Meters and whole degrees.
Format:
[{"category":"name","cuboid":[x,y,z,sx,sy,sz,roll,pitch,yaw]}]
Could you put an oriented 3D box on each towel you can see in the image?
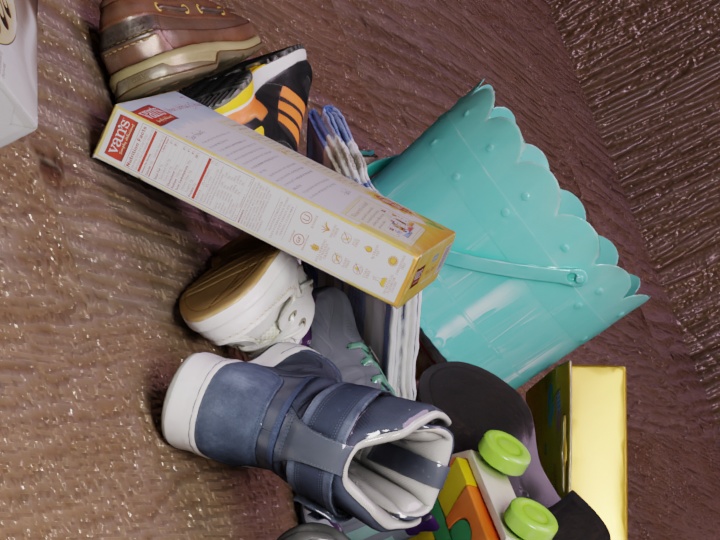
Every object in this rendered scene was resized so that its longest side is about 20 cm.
[{"category":"towel","cuboid":[0.000,0.000,1.765,0.200,0.024,0.147,-118,-155,-50]}]

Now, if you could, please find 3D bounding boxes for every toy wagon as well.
[{"category":"toy wagon","cuboid":[0.062,0.195,1.594,0.039,0.156,0.200,19,25,-22]}]

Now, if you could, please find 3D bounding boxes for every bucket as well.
[{"category":"bucket","cuboid":[0.090,-0.017,1.853,0.207,0.135,0.207,52,5,-6]}]

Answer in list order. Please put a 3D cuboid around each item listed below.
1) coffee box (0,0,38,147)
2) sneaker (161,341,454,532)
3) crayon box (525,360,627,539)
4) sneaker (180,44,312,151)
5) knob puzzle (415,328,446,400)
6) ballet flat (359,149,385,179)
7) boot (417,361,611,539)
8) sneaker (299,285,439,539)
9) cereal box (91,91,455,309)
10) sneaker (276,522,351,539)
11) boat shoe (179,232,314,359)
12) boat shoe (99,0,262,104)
[{"category":"coffee box","cuboid":[-0.212,-0.148,1.260,0.113,0.080,0.201,55,17,-37]},{"category":"sneaker","cuboid":[-0.008,0.093,1.500,0.202,0.145,0.077,-2,107,-71]},{"category":"crayon box","cuboid":[0.152,0.136,1.867,0.200,0.050,0.128,114,-23,-82]},{"category":"sneaker","cuboid":[-0.071,-0.090,1.774,0.200,0.070,0.090,-48,121,-71]},{"category":"knob puzzle","cuboid":[0.067,0.112,1.930,0.220,0.030,0.220,60,-5,10]},{"category":"ballet flat","cuboid":[-0.008,-0.053,1.954,0.200,0.068,0.068,-14,88,-75]},{"category":"boot","cuboid":[0.088,0.179,1.755,0.188,0.068,0.200,45,-32,25]},{"category":"sneaker","cuboid":[0.010,0.091,1.669,0.074,0.087,0.201,48,30,-50]},{"category":"cereal box","cuboid":[-0.047,-0.044,1.580,0.199,0.040,0.144,26,11,7]},{"category":"sneaker","cuboid":[-0.014,0.184,1.509,0.200,0.074,0.089,66,9,-50]},{"category":"boat shoe","cuboid":[-0.057,0.020,1.610,0.070,0.071,0.200,64,12,-8]},{"category":"boat shoe","cuboid":[-0.114,-0.151,1.679,0.068,0.072,0.200,67,15,-3]}]
